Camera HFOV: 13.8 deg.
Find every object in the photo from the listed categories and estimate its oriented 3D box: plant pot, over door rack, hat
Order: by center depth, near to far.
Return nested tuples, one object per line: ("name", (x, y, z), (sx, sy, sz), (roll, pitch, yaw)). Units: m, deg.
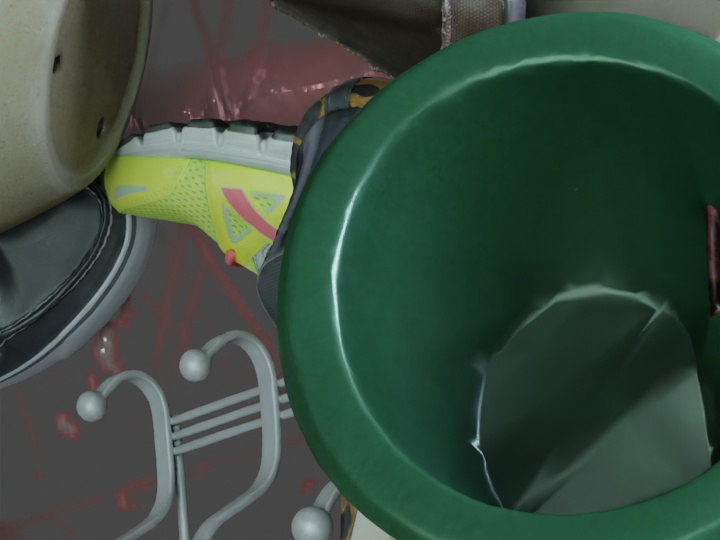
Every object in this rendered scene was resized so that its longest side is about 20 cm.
("hat", (0.075, 0.053, 0.879), (0.165, 0.176, 0.201), (-10, 61, 7))
("over door rack", (-0.030, 0.119, 0.999), (0.148, 0.066, 0.201), (-20, 82, 50))
("plant pot", (-0.148, -0.086, 1.003), (0.134, 0.200, 0.201), (12, 93, 14))

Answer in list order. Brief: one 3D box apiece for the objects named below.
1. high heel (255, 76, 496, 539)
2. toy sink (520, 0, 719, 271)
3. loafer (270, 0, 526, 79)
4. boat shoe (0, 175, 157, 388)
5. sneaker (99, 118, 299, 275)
("high heel", (0.030, 0.040, 0.947), (0.071, 0.143, 0.201), (-15, 115, 19))
("toy sink", (0.138, -0.081, 0.925), (0.112, 0.131, 0.200), (30, 111, -27))
("loafer", (-0.024, -0.109, 0.956), (0.200, 0.071, 0.073), (38, 137, 40))
("boat shoe", (-0.167, 0.018, 1.075), (0.199, 0.066, 0.070), (-26, 82, 16))
("sneaker", (0.000, 0.000, 1.018), (0.199, 0.078, 0.091), (13, 96, 17))
